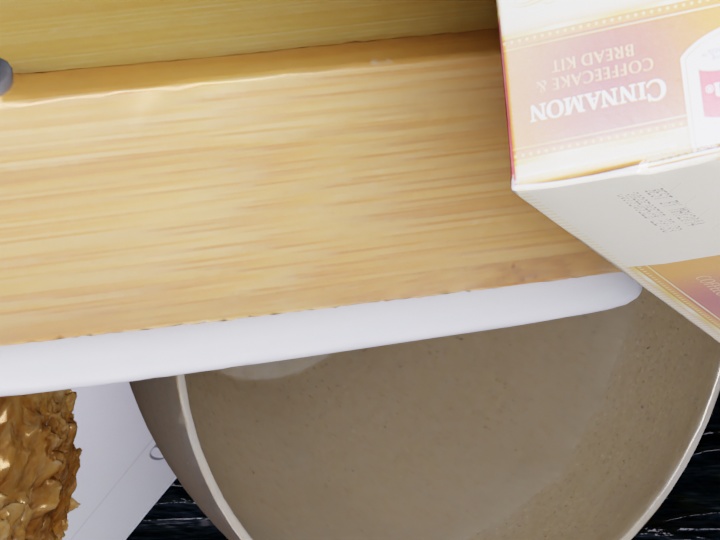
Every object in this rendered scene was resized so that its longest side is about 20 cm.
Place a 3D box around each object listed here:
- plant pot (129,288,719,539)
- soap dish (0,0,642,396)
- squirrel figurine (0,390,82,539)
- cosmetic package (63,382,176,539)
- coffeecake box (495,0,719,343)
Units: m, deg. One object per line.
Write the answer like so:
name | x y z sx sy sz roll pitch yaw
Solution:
plant pot | 0.000 0.000 0.910 0.199 0.202 0.134 9 -176 -32
soap dish | -0.033 -0.050 0.699 0.199 0.158 0.082 -7 126 -15
squirrel figurine | -0.156 0.105 0.888 0.200 0.142 0.186 -33 164 26
cosmetic package | -0.161 0.017 1.016 0.199 0.123 0.200 21 122 -32
coffeecake box | 0.079 -0.099 0.610 0.073 0.201 0.153 -10 163 20
